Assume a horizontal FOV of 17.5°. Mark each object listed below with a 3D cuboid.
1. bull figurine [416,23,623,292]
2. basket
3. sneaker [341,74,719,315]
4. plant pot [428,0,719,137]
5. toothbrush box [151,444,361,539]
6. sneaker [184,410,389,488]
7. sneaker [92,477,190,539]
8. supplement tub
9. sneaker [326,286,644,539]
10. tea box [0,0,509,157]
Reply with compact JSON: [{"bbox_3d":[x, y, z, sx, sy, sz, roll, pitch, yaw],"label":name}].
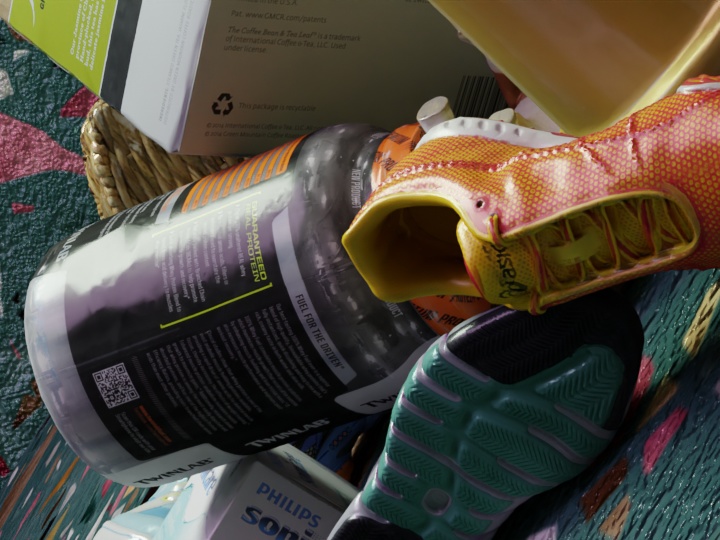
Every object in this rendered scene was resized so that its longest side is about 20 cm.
[{"bbox_3d":[0.083,-0.059,0.991,0.065,0.121,0.200,-24,33,26],"label":"bull figurine"},{"bbox_3d":[-0.077,-0.036,1.394,0.143,0.200,0.149,-38,8,-7],"label":"basket"},{"bbox_3d":[0.081,-0.014,0.790,0.200,0.073,0.077,-9,33,44],"label":"sneaker"},{"bbox_3d":[0.102,-0.138,0.858,0.201,0.189,0.201,-56,9,13],"label":"plant pot"},{"bbox_3d":[-0.074,0.180,1.106,0.200,0.085,0.146,-59,9,-1],"label":"toothbrush box"},{"bbox_3d":[-0.026,0.064,1.247,0.200,0.078,0.075,-63,11,-24],"label":"sneaker"},{"bbox_3d":[-0.083,0.119,1.312,0.131,0.079,0.200,-59,-1,-5],"label":"sneaker"},{"bbox_3d":[-0.036,0.012,1.015,0.200,0.123,0.123,-20,29,29],"label":"supplement tub"},{"bbox_3d":[0.048,0.052,0.909,0.200,0.074,0.088,-52,6,42],"label":"sneaker"},{"bbox_3d":[-0.036,-0.145,1.103,0.197,0.199,0.134,39,121,49],"label":"tea box"}]
